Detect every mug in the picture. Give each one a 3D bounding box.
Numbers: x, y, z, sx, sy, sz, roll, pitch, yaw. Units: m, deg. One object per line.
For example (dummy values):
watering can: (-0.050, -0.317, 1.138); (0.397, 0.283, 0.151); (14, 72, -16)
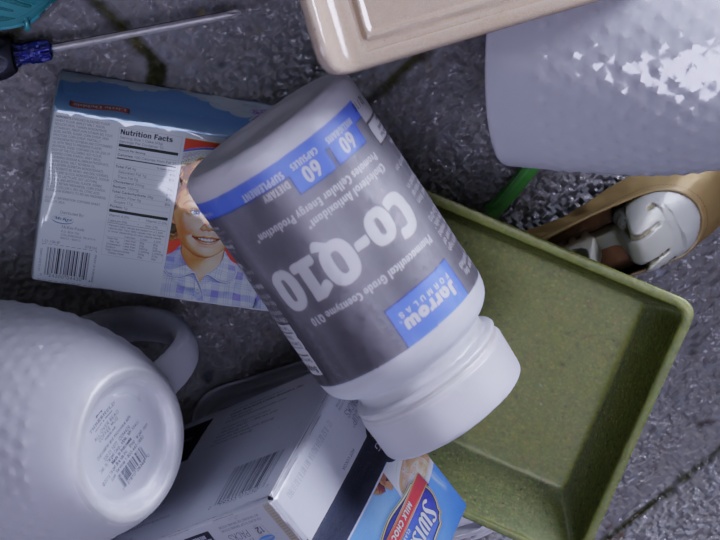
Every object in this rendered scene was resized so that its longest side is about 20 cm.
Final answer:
mug: (0.175, -0.151, 1.069); (0.173, 0.202, 0.148); (5, 159, 16)
mug: (-0.183, 0.081, 1.137); (0.174, 0.200, 0.149); (4, 122, 38)

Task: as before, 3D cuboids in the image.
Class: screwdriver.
screwdriver: (-0.168, -0.134, 1.121); (0.197, 0.029, 0.028); (-8, 118, 5)

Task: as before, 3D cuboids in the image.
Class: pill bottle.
pill bottle: (0.000, 0.000, 1.068); (0.113, 0.114, 0.201); (-32, 102, 12)

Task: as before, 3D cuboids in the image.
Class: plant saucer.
plant saucer: (0.082, 0.056, 1.161); (0.198, 0.048, 0.201); (23, 118, 6)

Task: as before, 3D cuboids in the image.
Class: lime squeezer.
lime squeezer: (0.161, -0.093, 1.167); (0.198, 0.038, 0.071); (-24, 117, 6)

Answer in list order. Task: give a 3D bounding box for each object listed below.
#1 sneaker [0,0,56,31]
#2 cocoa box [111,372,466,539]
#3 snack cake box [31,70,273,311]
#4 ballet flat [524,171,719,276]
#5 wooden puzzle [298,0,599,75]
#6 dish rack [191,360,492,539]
sneaker: (-0.197, -0.183, 1.085); (0.198, 0.078, 0.080); (-17, 135, 10)
cocoa box: (-0.060, 0.168, 1.160); (0.199, 0.134, 0.132); (-24, 113, 37)
snack cake box: (-0.096, -0.045, 1.154); (0.198, 0.067, 0.116); (9, 114, -9)
ballet flat: (0.157, -0.012, 1.193); (0.198, 0.063, 0.069); (-25, 115, 8)
wooden puzzle: (0.044, -0.213, 0.972); (0.198, 0.037, 0.187); (-17, 92, -13)
dish rack: (-0.002, 0.137, 1.268); (0.198, 0.044, 0.173); (-17, 117, 5)
